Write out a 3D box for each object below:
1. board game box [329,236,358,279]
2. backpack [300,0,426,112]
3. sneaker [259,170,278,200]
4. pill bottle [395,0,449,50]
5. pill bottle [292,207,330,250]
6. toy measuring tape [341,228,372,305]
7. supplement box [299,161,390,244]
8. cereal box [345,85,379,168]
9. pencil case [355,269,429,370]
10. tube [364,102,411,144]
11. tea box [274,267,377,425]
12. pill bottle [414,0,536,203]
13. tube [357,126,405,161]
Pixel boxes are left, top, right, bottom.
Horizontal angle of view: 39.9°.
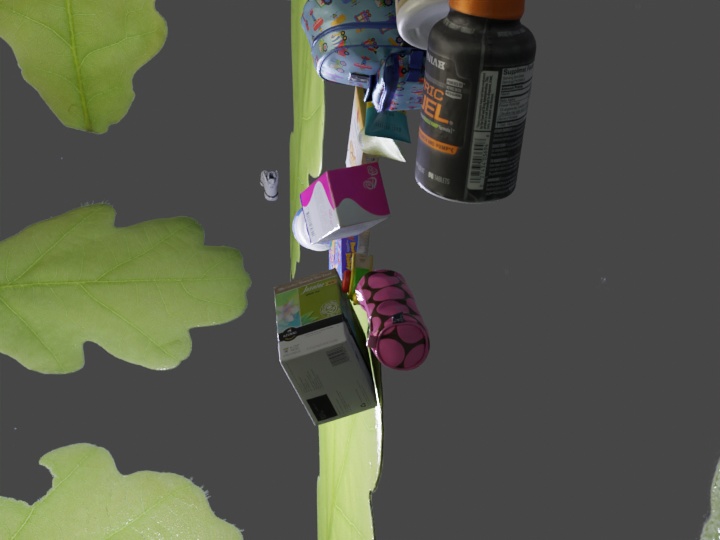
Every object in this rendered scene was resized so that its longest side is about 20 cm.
[{"bbox_3d":[-0.033,-0.052,2.115,0.200,0.044,0.137,-151,61,-80],"label":"board game box"},{"bbox_3d":[0.029,-0.270,1.189,0.183,0.197,0.137,144,125,-78],"label":"backpack"},{"bbox_3d":[-0.400,-0.409,4.390,0.201,0.074,0.116,-108,19,-47],"label":"sneaker"},{"bbox_3d":[0.091,-0.348,1.045,0.120,0.118,0.203,119,149,-72],"label":"pill bottle"},{"bbox_3d":[-0.096,-0.103,2.310,0.200,0.111,0.114,-164,73,-80],"label":"pill bottle"},{"bbox_3d":[0.000,0.000,1.860,0.201,0.072,0.074,-87,3,-50],"label":"toy measuring tape"},{"bbox_3d":[-0.031,-0.118,1.781,0.200,0.102,0.103,158,99,-73],"label":"supplement box"},{"bbox_3d":[0.005,-0.229,1.862,0.201,0.039,0.145,99,166,-48],"label":"cereal box"},{"bbox_3d":[0.042,0.067,1.482,0.200,0.092,0.092,-111,21,-67],"label":"pencil case"},{"bbox_3d":[0.039,-0.287,1.558,0.051,0.076,0.202,120,152,-58],"label":"tube"},{"bbox_3d":[-0.066,0.143,1.866,0.198,0.132,0.201,-102,-8,-47],"label":"tea box"},{"bbox_3d":[0.112,-0.176,0.961,0.107,0.105,0.202,-107,19,-61],"label":"pill bottle"},{"bbox_3d":[0.036,-0.216,1.646,0.200,0.057,0.053,-140,66,-78],"label":"tube"}]
